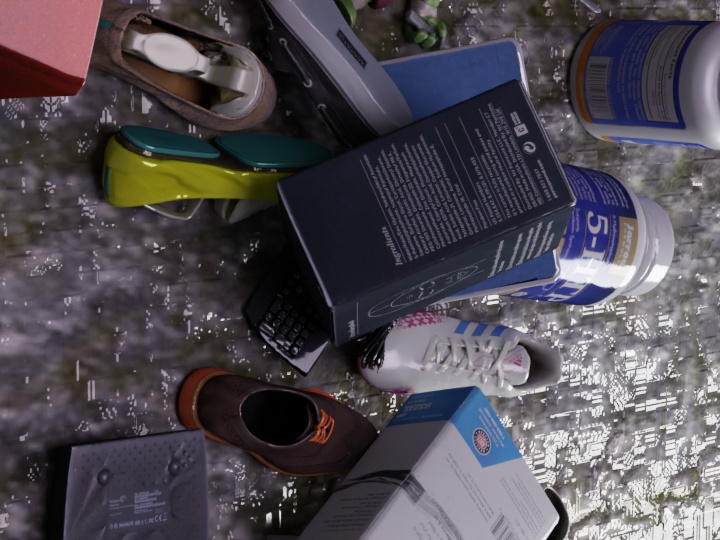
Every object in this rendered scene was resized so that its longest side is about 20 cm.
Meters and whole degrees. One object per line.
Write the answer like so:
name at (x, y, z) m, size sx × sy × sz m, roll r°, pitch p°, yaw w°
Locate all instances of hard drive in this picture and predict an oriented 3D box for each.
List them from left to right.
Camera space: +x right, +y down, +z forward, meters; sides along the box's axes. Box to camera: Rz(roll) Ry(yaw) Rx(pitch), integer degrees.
hard drive at (-0.175, 0.219, 1.490) m, size 0.134 × 0.042 × 0.201 m, roll -4°, pitch 99°, yaw -42°

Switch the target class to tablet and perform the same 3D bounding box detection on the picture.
tablet at (0.082, -0.079, 1.620) m, size 0.129 × 0.014 × 0.201 m, roll -10°, pitch 91°, yaw 3°

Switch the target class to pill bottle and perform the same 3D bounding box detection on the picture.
pill bottle at (0.175, -0.031, 1.732) m, size 0.199 × 0.119 × 0.121 m, roll 7°, pitch 91°, yaw -43°
pill bottle at (0.291, -0.164, 1.768) m, size 0.112 × 0.199 × 0.113 m, roll -7°, pitch 101°, yaw -42°

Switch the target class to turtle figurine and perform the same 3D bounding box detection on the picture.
turtle figurine at (0.074, -0.225, 1.598) m, size 0.193 × 0.144 × 0.201 m, roll -21°, pitch 106°, yaw -35°

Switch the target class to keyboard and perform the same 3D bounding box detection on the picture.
keyboard at (0.000, 0.000, 1.619) m, size 0.127 × 0.021 × 0.201 m, roll 41°, pitch 67°, yaw -21°

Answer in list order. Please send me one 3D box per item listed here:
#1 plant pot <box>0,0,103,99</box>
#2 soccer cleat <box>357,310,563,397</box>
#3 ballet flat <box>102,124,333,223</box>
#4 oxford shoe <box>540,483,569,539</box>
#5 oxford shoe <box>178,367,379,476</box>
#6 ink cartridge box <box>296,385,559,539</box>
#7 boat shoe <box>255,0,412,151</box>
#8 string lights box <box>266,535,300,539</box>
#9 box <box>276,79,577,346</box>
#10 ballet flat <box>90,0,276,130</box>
plant pot at (-0.269, -0.227, 1.254) m, size 0.175 × 0.200 × 0.201 m, roll 14°, pitch 86°, yaw -30°
soccer cleat at (0.089, 0.072, 1.687) m, size 0.199 × 0.086 × 0.070 m, roll 2°, pitch 94°, yaw -43°
ballet flat at (-0.110, -0.069, 1.508) m, size 0.199 × 0.067 × 0.067 m, roll 1°, pitch 116°, yaw -40°
oxford shoe at (0.112, 0.202, 1.748) m, size 0.199 × 0.058 × 0.076 m, roll 22°, pitch 83°, yaw -41°
oxford shoe at (-0.048, 0.126, 1.575) m, size 0.199 × 0.072 × 0.072 m, roll 16°, pitch 84°, yaw -43°
ink cartridge box at (0.052, 0.212, 1.599) m, size 0.200 × 0.083 × 0.146 m, roll -49°, pitch 117°, yaw -37°
boat shoe at (-0.042, -0.171, 1.543) m, size 0.200 × 0.066 × 0.070 m, roll 50°, pitch 28°, yaw -14°
string lights box at (0.008, 0.274, 1.657) m, size 0.199 × 0.059 × 0.103 m, roll 9°, pitch 90°, yaw -44°
box at (0.047, -0.041, 1.521) m, size 0.199 × 0.148 × 0.108 m, roll -24°, pitch 78°, yaw -6°
ballet flat at (-0.121, -0.146, 1.475) m, size 0.199 × 0.067 × 0.069 m, roll 15°, pitch 86°, yaw -43°
